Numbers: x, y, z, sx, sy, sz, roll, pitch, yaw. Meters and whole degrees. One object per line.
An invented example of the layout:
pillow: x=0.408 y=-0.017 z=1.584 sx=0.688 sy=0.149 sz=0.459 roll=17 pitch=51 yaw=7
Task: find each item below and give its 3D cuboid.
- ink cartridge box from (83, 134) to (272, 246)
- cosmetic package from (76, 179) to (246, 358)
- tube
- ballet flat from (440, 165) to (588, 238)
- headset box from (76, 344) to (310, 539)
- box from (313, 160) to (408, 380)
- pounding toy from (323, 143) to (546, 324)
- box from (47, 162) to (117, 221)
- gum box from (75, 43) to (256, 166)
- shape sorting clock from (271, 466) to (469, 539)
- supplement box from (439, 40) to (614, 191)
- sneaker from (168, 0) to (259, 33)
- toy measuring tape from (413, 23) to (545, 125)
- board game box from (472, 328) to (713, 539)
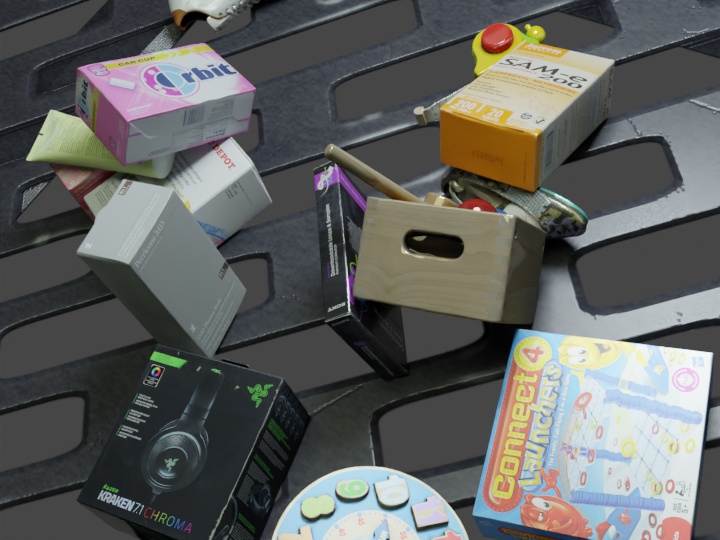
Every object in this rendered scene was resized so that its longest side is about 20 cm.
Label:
ink cartridge box: x=-0.233 y=-0.090 z=1.240 sx=0.199 sy=0.084 sz=0.145 roll=-38 pitch=53 yaw=-7
cosmetic package: x=-0.221 y=0.002 z=1.100 sx=0.089 sy=0.201 sz=0.108 roll=12 pitch=62 yaw=27
tube: x=-0.330 y=-0.158 z=1.224 sx=0.196 sy=0.053 sz=0.058 roll=11 pitch=27 yaw=19
ballet flat: x=0.164 y=-0.070 z=1.089 sx=0.072 sy=0.072 sz=0.199 roll=-45 pitch=49 yaw=-13
headset box: x=-0.169 y=0.191 z=1.022 sx=0.171 sy=0.093 sz=0.203 roll=12 pitch=62 yaw=26
box: x=0.000 y=0.000 z=1.054 sx=0.036 sy=0.143 sz=0.203 roll=-21 pitch=52 yaw=18
pounding toy: x=0.074 y=-0.033 z=0.988 sx=0.196 sy=0.184 sz=0.146 roll=9 pitch=90 yaw=22
box: x=-0.311 y=-0.165 z=1.308 sx=0.199 sy=0.103 sz=0.095 roll=-39 pitch=53 yaw=-9
gum box: x=-0.233 y=-0.209 z=1.182 sx=0.198 sy=0.067 sz=0.113 roll=-23 pitch=55 yaw=-39
shape sorting clock: x=0.011 y=0.275 z=0.903 sx=0.195 sy=0.040 sz=0.203 roll=5 pitch=50 yaw=-5
supplement box: x=0.193 y=-0.183 z=1.105 sx=0.124 sy=0.075 sz=0.200 roll=20 pitch=44 yaw=30
sneaker: x=-0.191 y=-0.404 z=1.459 sx=0.195 sy=0.073 sz=0.087 roll=-8 pitch=85 yaw=8
toy measuring tape: x=0.144 y=-0.256 z=1.219 sx=0.198 sy=0.074 sz=0.074 roll=-31 pitch=52 yaw=-2
board game box: x=0.223 y=0.166 z=0.914 sx=0.192 sy=0.056 sz=0.203 roll=5 pitch=60 yaw=23
